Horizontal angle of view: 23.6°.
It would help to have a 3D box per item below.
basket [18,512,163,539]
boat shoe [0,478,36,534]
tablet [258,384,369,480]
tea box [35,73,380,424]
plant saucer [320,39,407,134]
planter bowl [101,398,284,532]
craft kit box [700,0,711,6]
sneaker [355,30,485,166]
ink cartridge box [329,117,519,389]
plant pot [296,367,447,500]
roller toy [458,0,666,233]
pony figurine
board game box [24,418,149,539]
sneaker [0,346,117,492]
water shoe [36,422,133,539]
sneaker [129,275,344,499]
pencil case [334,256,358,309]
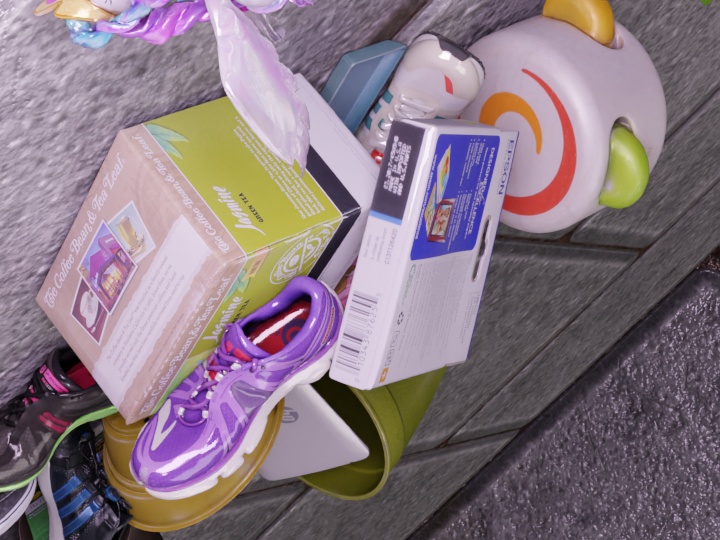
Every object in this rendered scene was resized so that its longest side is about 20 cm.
[{"bbox_3d":[-0.283,0.293,1.759,0.180,0.136,0.201,-41,162,-20],"label":"basket"},{"bbox_3d":[-0.358,0.200,1.455,0.199,0.072,0.068,-23,156,-34],"label":"boat shoe"},{"bbox_3d":[-0.092,0.143,1.705,0.129,0.014,0.200,-16,135,27],"label":"tablet"},{"bbox_3d":[-0.111,-0.018,1.306,0.196,0.134,0.201,-24,157,-43],"label":"tea box"},{"bbox_3d":[-0.029,-0.117,1.442,0.070,0.019,0.201,-25,157,-43],"label":"plant saucer"},{"bbox_3d":[-0.173,0.128,1.561,0.200,0.201,0.084,-41,130,2],"label":"planter bowl"},{"bbox_3d":[0.379,-0.359,1.683,0.197,0.049,0.200,-42,164,16],"label":"craft kit box"},{"bbox_3d":[0.040,-0.116,1.411,0.094,0.070,0.200,-65,-172,-24],"label":"sneaker"},{"bbox_3d":[0.053,-0.017,1.323,0.200,0.046,0.200,-10,114,-69],"label":"ink cartridge box"},{"bbox_3d":[0.003,0.106,1.837,0.193,0.200,0.201,-42,169,-37],"label":"plant pot"},{"bbox_3d":[0.177,-0.141,1.554,0.139,0.202,0.182,-26,180,-42],"label":"roller toy"},{"bbox_3d":[-0.069,-0.177,1.005,0.200,0.167,0.193,-41,132,16],"label":"pony figurine"},{"bbox_3d":[-0.230,0.191,1.630,0.199,0.105,0.024,-36,135,3],"label":"board game box"},{"bbox_3d":[-0.264,0.108,1.439,0.199,0.077,0.084,-38,147,-20],"label":"sneaker"},{"bbox_3d":[-0.238,0.201,1.534,0.072,0.078,0.202,-50,141,-60],"label":"water shoe"},{"bbox_3d":[-0.097,0.077,1.252,0.200,0.080,0.084,-47,152,-10],"label":"sneaker"},{"bbox_3d":[0.000,0.000,1.464,0.083,0.086,0.201,-60,-163,26],"label":"pencil case"}]
